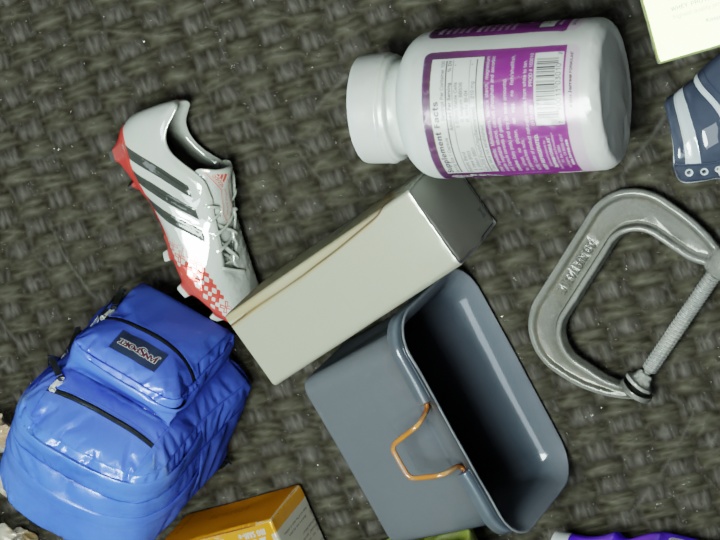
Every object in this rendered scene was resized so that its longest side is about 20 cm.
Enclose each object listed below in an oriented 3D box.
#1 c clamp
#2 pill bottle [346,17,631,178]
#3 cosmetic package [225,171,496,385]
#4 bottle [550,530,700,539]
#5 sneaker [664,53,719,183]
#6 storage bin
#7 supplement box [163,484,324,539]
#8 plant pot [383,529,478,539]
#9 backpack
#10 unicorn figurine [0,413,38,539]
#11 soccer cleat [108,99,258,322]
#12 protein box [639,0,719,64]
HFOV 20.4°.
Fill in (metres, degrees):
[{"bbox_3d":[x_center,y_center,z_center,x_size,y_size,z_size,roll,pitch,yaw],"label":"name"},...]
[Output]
[{"bbox_3d":[0.228,0.027,1.549,0.170,0.027,0.201,38,118,3],"label":"c clamp"},{"bbox_3d":[0.095,-0.126,1.493,0.198,0.112,0.113,-1,110,22],"label":"pill bottle"},{"bbox_3d":[0.000,0.000,1.583,0.199,0.104,0.073,-35,95,27],"label":"cosmetic package"},{"bbox_3d":[0.247,0.253,1.607,0.198,0.065,0.084,12,112,16],"label":"bottle"},{"bbox_3d":[0.300,-0.066,1.460,0.108,0.070,0.201,-32,90,23],"label":"sneaker"},{"bbox_3d":[0.050,0.126,1.602,0.134,0.145,0.201,-24,100,37],"label":"storage bin"},{"bbox_3d":[-0.077,0.302,1.746,0.125,0.074,0.202,-18,103,26],"label":"supplement box"},{"bbox_3d":[0.057,0.314,1.650,0.199,0.200,0.186,-18,91,26],"label":"plant pot"},{"bbox_3d":[-0.201,0.119,1.638,0.161,0.200,0.169,24,128,13],"label":"backpack"},{"bbox_3d":[-0.358,0.205,1.825,0.136,0.074,0.202,25,103,21],"label":"unicorn figurine"},{"bbox_3d":[-0.127,-0.046,1.635,0.085,0.069,0.201,-29,93,32],"label":"soccer cleat"},{"bbox_3d":[0.278,-0.269,1.342,0.197,0.135,0.202,-15,97,25],"label":"protein box"}]
